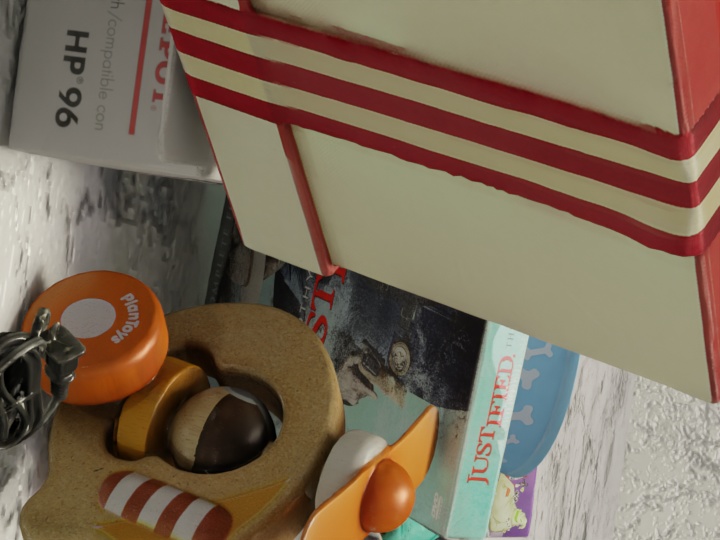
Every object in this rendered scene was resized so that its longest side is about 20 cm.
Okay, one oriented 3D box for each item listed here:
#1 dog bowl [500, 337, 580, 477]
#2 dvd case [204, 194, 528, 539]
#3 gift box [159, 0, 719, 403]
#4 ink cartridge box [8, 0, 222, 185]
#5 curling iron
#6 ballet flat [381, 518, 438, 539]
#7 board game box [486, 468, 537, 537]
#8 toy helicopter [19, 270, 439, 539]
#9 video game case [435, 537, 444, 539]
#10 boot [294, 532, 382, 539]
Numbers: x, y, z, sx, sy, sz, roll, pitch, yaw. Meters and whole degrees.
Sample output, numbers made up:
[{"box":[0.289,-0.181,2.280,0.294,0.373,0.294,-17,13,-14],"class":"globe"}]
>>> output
[{"box":[0.046,-0.025,0.821,0.111,0.049,0.201,-174,-88,-75],"class":"dog bowl"},{"box":[0.000,0.000,0.803,0.200,0.022,0.147,25,-75,59],"class":"dvd case"},{"box":[0.055,-0.100,0.612,0.200,0.186,0.185,-48,143,-34],"class":"gift box"},{"box":[-0.057,-0.088,0.716,0.200,0.068,0.117,4,94,-77],"class":"ink cartridge box"},{"box":[-0.121,0.003,0.571,0.050,0.026,0.200,-42,154,-6],"class":"curling iron"},{"box":[0.000,0.032,0.895,0.070,0.067,0.201,-31,121,-43],"class":"ballet flat"},{"box":[0.035,0.042,1.049,0.200,0.032,0.121,-151,-111,-66],"class":"board game box"},{"box":[-0.041,0.089,0.677,0.079,0.132,0.201,84,5,-46],"class":"toy helicopter"},{"box":[0.022,0.089,1.018,0.143,0.019,0.201,-118,-142,-52],"class":"video game case"},{"box":[-0.037,0.150,0.878,0.074,0.095,0.201,-68,161,-46],"class":"boot"}]
